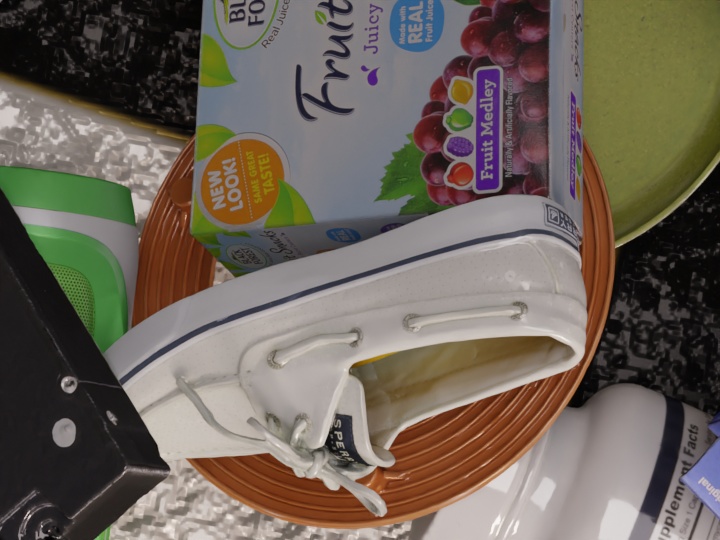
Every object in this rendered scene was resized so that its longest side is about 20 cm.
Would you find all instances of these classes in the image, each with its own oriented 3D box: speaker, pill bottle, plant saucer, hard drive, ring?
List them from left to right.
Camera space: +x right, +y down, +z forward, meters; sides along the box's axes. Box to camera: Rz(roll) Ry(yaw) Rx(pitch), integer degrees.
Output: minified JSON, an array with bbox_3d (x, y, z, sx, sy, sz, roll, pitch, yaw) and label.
[{"bbox_3d":[-0.173,0.036,1.072,0.140,0.038,0.200,-41,69,16],"label":"hard drive"},{"bbox_3d":[-0.136,0.063,1.119,0.088,0.088,0.201,7,86,-5],"label":"speaker"},{"bbox_3d":[0.000,0.000,1.111,0.200,0.019,0.201,-7,70,19],"label":"ring"},{"bbox_3d":[0.067,-0.097,1.147,0.199,0.031,0.201,-2,82,18],"label":"plant saucer"},{"bbox_3d":[0.125,0.112,1.129,0.199,0.111,0.111,23,85,-3],"label":"pill bottle"}]

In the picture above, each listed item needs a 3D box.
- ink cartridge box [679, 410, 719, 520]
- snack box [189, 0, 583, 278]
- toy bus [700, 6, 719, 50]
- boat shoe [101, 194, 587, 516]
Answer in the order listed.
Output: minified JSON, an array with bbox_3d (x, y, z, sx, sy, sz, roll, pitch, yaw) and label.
[{"bbox_3d":[0.217,0.052,1.080,0.119,0.042,0.200,46,70,-2],"label":"ink cartridge box"},{"bbox_3d":[0.012,-0.104,1.103,0.142,0.053,0.201,-6,68,19],"label":"snack box"},{"bbox_3d":[0.229,-0.055,1.163,0.200,0.078,0.065,41,93,-2],"label":"toy bus"},{"bbox_3d":[-0.008,0.048,1.042,0.201,0.075,0.086,-19,57,16],"label":"boat shoe"}]
